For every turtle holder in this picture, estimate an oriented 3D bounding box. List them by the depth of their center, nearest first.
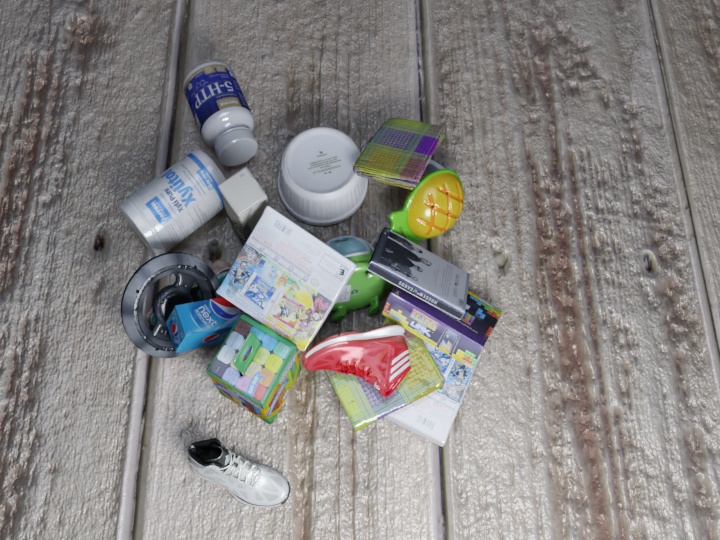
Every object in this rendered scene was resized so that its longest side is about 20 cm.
[{"bbox_3d":[-0.007,-0.004,1.457,0.182,0.141,0.134,-27,52,11],"label":"turtle holder"}]

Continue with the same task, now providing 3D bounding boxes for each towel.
[{"bbox_3d":[0.046,0.190,1.378,0.197,0.023,0.146,-27,70,-10],"label":"towel"},{"bbox_3d":[0.080,-0.243,1.527,0.140,0.023,0.202,14,48,18],"label":"towel"}]

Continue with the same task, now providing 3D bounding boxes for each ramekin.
[{"bbox_3d":[-0.080,-0.206,1.567,0.196,0.095,0.208,0,66,-1],"label":"ramekin"}]

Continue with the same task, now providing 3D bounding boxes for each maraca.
[{"bbox_3d":[0.133,-0.120,1.522,0.199,0.138,0.107,-42,40,-10],"label":"maraca"}]

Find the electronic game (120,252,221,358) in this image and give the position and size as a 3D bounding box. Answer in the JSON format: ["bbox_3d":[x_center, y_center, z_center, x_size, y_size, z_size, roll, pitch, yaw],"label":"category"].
[{"bbox_3d":[-0.354,0.066,1.412,0.199,0.202,0.041,-42,32,-18],"label":"electronic game"}]

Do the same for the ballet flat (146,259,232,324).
[{"bbox_3d":[-0.338,0.039,1.483,0.197,0.069,0.067,-27,50,-18],"label":"ballet flat"}]

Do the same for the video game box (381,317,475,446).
[{"bbox_3d":[0.103,0.202,1.417,0.196,0.047,0.185,25,71,9],"label":"video game box"}]

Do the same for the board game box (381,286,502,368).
[{"bbox_3d":[0.159,0.079,1.424,0.197,0.058,0.165,30,29,10],"label":"board game box"}]

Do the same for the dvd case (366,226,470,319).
[{"bbox_3d":[0.115,0.002,1.421,0.197,0.025,0.151,29,30,-3],"label":"dvd case"}]

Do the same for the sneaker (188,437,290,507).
[{"bbox_3d":[-0.219,0.357,1.315,0.196,0.116,0.077,20,67,7],"label":"sneaker"}]

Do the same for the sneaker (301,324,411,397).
[{"bbox_3d":[-0.001,0.174,1.332,0.195,0.079,0.118,-16,66,-5],"label":"sneaker"}]

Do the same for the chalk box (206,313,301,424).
[{"bbox_3d":[-0.189,0.174,1.346,0.122,0.201,0.126,27,70,9],"label":"chalk box"}]

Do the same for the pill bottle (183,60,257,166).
[{"bbox_3d":[-0.295,-0.333,1.603,0.117,0.120,0.203,-22,69,-10],"label":"pill bottle"}]

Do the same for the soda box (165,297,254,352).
[{"bbox_3d":[-0.258,0.093,1.406,0.196,0.068,0.065,-10,64,-38],"label":"soda box"}]

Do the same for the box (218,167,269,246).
[{"bbox_3d":[-0.218,-0.109,1.465,0.068,0.201,0.083,-34,71,-13],"label":"box"}]

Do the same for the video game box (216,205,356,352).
[{"bbox_3d":[-0.132,0.016,1.359,0.198,0.047,0.185,33,88,4],"label":"video game box"}]

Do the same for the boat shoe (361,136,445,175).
[{"bbox_3d":[0.101,-0.238,1.599,0.195,0.075,0.069,17,50,19],"label":"boat shoe"}]

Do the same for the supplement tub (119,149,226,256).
[{"bbox_3d":[-0.369,-0.137,1.512,0.199,0.133,0.132,-40,73,-17],"label":"supplement tub"}]
